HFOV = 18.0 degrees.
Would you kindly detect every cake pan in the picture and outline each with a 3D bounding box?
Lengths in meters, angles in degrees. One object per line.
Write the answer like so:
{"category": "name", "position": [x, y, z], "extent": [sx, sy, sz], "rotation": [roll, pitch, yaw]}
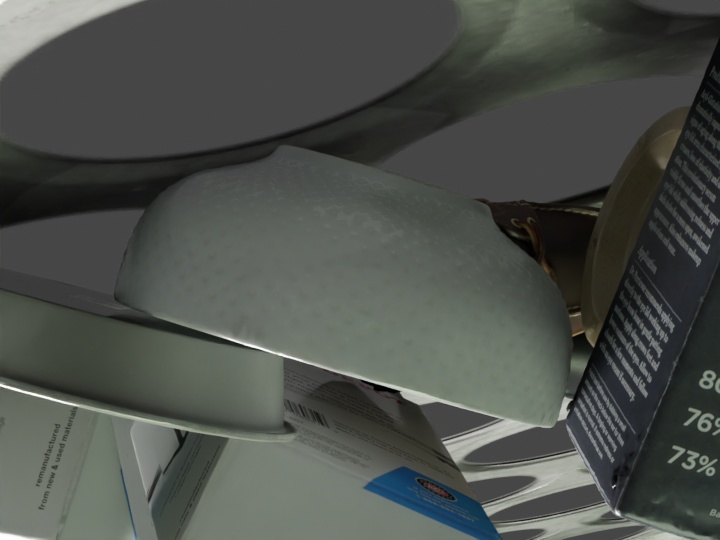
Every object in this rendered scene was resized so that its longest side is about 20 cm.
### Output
{"category": "cake pan", "position": [-0.119, 0.030, 0.967], "extent": [0.198, 0.037, 0.200], "rotation": [15, -179, 0]}

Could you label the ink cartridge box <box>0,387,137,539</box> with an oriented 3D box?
{"category": "ink cartridge box", "position": [-0.212, 0.109, 1.038], "extent": [0.198, 0.086, 0.147], "rotation": [7, 144, 8]}

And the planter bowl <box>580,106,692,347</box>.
{"category": "planter bowl", "position": [0.185, 0.002, 1.044], "extent": [0.134, 0.202, 0.200], "rotation": [20, 155, -16]}

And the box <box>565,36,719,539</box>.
{"category": "box", "position": [0.189, 0.012, 0.894], "extent": [0.147, 0.201, 0.104], "rotation": [19, -167, -12]}

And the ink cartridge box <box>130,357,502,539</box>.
{"category": "ink cartridge box", "position": [-0.028, 0.106, 1.137], "extent": [0.145, 0.085, 0.200], "rotation": [24, -171, -15]}

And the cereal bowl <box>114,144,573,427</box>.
{"category": "cereal bowl", "position": [0.000, 0.000, 0.954], "extent": [0.198, 0.084, 0.200], "rotation": [17, -179, 0]}

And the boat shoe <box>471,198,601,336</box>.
{"category": "boat shoe", "position": [0.059, 0.001, 1.116], "extent": [0.198, 0.071, 0.070], "rotation": [-8, 167, -20]}

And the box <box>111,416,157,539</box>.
{"category": "box", "position": [-0.121, 0.154, 1.444], "extent": [0.198, 0.126, 0.097], "rotation": [-4, 164, -30]}

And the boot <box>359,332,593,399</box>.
{"category": "boot", "position": [0.069, 0.031, 1.249], "extent": [0.167, 0.077, 0.200], "rotation": [6, -179, -13]}
